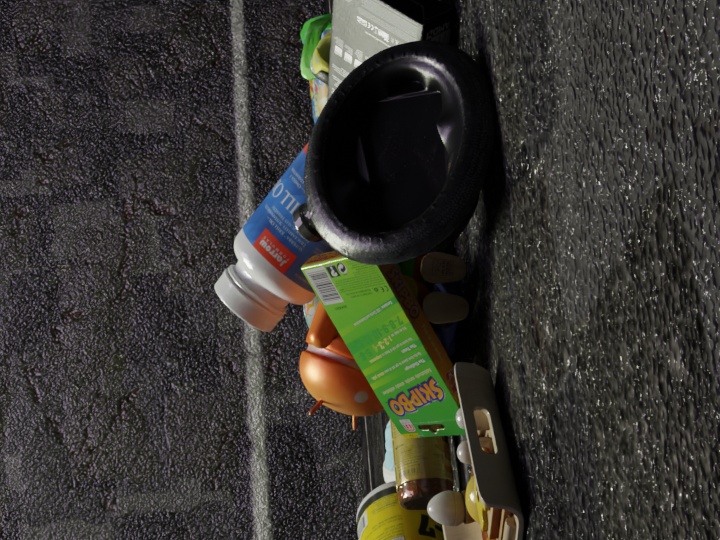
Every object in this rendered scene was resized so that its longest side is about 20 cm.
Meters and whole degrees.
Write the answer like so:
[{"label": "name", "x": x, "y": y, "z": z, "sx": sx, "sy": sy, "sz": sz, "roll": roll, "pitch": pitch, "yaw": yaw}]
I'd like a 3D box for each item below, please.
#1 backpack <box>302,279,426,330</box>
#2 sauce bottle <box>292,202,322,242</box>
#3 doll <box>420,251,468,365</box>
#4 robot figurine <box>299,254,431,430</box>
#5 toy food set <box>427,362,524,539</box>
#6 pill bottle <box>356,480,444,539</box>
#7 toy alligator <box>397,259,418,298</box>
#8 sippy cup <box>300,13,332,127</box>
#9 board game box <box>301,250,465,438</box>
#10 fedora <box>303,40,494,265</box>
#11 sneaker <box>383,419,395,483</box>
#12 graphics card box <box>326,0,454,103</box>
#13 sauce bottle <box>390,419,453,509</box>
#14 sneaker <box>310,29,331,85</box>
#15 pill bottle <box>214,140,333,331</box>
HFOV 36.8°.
[{"label": "backpack", "x": 0.000, "y": 0.000, "z": 1.306, "sx": 0.176, "sy": 0.151, "sz": 0.204, "roll": 32, "pitch": -123, "yaw": -67}, {"label": "sauce bottle", "x": 0.011, "y": -0.096, "z": 1.051, "sx": 0.200, "sy": 0.065, "sz": 0.067, "roll": -41, "pitch": 40, "yaw": 34}, {"label": "doll", "x": 0.081, "y": 0.053, "z": 1.067, "sx": 0.201, "sy": 0.048, "sz": 0.139, "roll": 86, "pitch": -176, "yaw": -64}, {"label": "robot figurine", "x": 0.006, "y": 0.064, "z": 1.134, "sx": 0.144, "sy": 0.115, "sz": 0.203, "roll": 134, "pitch": 157, "yaw": -83}, {"label": "toy food set", "x": 0.093, "y": 0.200, "z": 0.930, "sx": 0.145, "sy": 0.059, "sz": 0.202, "roll": -97, "pitch": 5, "yaw": -48}, {"label": "pill bottle", "x": 0.058, "y": 0.347, "z": 1.227, "sx": 0.201, "sy": 0.112, "sz": 0.116, "roll": -100, "pitch": 7, "yaw": -57}, {"label": "toy alligator", "x": 0.029, "y": 0.014, "z": 1.050, "sx": 0.059, "sy": 0.053, "sz": 0.204, "roll": 82, "pitch": -174, "yaw": -85}, {"label": "sippy cup", "x": -0.009, "y": -0.239, "z": 1.357, "sx": 0.139, "sy": 0.175, "sz": 0.133, "roll": 169, "pitch": 104, "yaw": -65}, {"label": "board game box", "x": 0.030, "y": 0.068, "z": 0.989, "sx": 0.030, "sy": 0.095, "sz": 0.202, "roll": -42, "pitch": -69, "yaw": -40}, {"label": "fedora", "x": 0.045, "y": -0.089, "z": 0.919, "sx": 0.091, "sy": 0.198, "sz": 0.204, "roll": 37, "pitch": -139, "yaw": -52}, {"label": "sneaker", "x": 0.059, "y": 0.219, "z": 1.389, "sx": 0.200, "sy": 0.073, "sz": 0.084, "roll": -126, "pitch": 29, "yaw": -82}, {"label": "graphics card box", "x": 0.024, "y": -0.195, "z": 1.097, "sx": 0.125, "sy": 0.051, "sz": 0.202, "roll": 37, "pitch": 142, "yaw": 30}, {"label": "sauce bottle", "x": 0.064, "y": 0.161, "z": 1.207, "sx": 0.066, "sy": 0.065, "sz": 0.203, "roll": 94, "pitch": 173, "yaw": -64}, {"label": "sneaker", "x": 0.008, "y": -0.276, "z": 1.213, "sx": 0.201, "sy": 0.077, "sz": 0.091, "roll": -54, "pitch": -9, "yaw": -41}, {"label": "pill bottle", "x": -0.069, "y": -0.035, "z": 1.182, "sx": 0.201, "sy": 0.112, "sz": 0.112, "roll": -52, "pitch": 13, "yaw": 9}]
